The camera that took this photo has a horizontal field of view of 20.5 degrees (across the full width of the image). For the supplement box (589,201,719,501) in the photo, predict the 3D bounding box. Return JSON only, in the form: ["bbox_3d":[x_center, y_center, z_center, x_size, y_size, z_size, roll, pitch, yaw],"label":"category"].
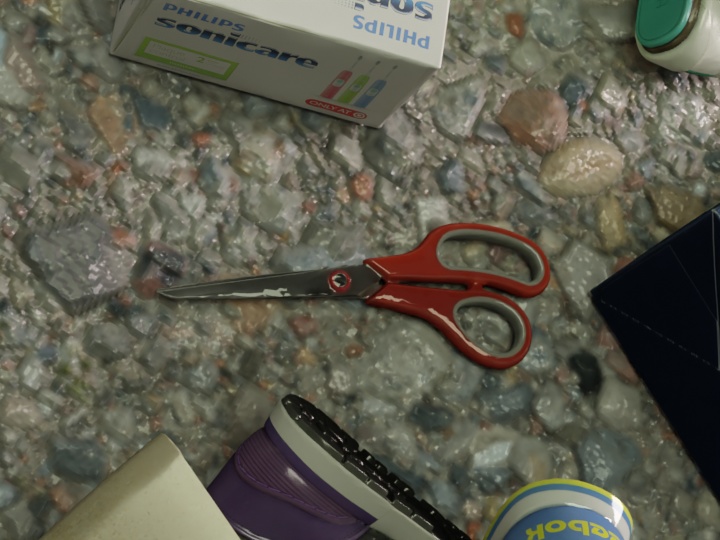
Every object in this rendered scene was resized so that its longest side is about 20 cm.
[{"bbox_3d":[0.266,0.030,0.996,0.200,0.134,0.200,-29,85,-26],"label":"supplement box"}]

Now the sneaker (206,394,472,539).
[{"bbox_3d":[0.010,0.149,0.910,0.200,0.076,0.088,42,94,-14],"label":"sneaker"}]

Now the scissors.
[{"bbox_3d":[0.000,0.000,0.975,0.200,0.014,0.073,11,72,-16],"label":"scissors"}]

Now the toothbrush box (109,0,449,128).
[{"bbox_3d":[-0.029,-0.191,0.984,0.145,0.086,0.200,14,68,-17],"label":"toothbrush box"}]

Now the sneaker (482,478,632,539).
[{"bbox_3d":[0.059,0.187,0.847,0.074,0.200,0.082,15,25,-11],"label":"sneaker"}]

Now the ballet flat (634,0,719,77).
[{"bbox_3d":[0.194,-0.194,1.090,0.069,0.069,0.200,17,72,-15],"label":"ballet flat"}]

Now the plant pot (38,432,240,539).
[{"bbox_3d":[-0.101,0.204,0.781,0.177,0.200,0.200,-34,87,-14],"label":"plant pot"}]
